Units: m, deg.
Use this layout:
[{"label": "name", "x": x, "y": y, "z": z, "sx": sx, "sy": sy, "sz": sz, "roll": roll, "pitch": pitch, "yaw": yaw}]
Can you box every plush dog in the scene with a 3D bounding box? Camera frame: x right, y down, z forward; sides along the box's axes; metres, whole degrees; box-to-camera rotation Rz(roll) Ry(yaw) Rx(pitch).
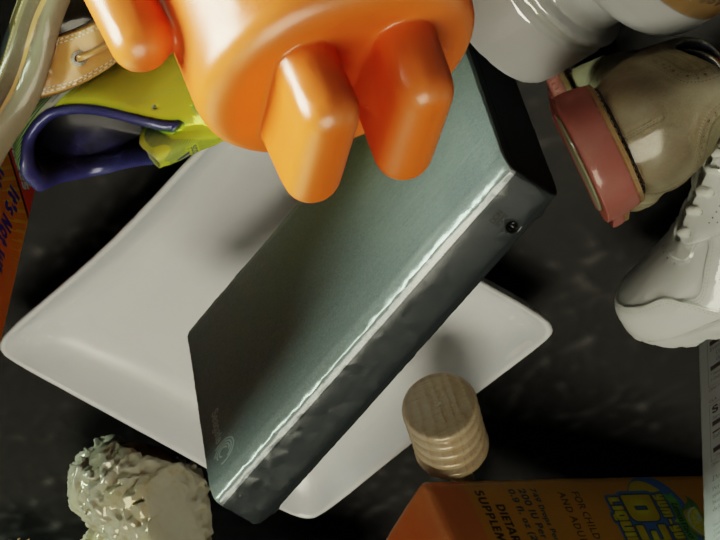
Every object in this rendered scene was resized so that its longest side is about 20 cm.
[{"label": "plush dog", "x": -0.108, "y": 0.198, "z": 1.499, "sx": 0.200, "sy": 0.161, "sz": 0.172, "roll": 31, "pitch": 156, "yaw": -21}]

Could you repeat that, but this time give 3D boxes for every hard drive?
[{"label": "hard drive", "x": 0.000, "y": 0.000, "z": 1.238, "sx": 0.033, "sy": 0.140, "sz": 0.200, "roll": 32, "pitch": 112, "yaw": -24}]

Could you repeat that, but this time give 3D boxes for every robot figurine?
[{"label": "robot figurine", "x": -0.027, "y": -0.127, "z": 1.095, "sx": 0.144, "sy": 0.200, "sz": 0.117, "roll": -31, "pitch": 155, "yaw": 17}]

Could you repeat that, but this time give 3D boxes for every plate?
[{"label": "plate", "x": -0.042, "y": 0.024, "z": 1.380, "sx": 0.199, "sy": 0.032, "sz": 0.200, "roll": 31, "pitch": 129, "yaw": -24}]

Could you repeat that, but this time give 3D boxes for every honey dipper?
[{"label": "honey dipper", "x": 0.052, "y": 0.113, "z": 1.433, "sx": 0.038, "sy": 0.038, "sz": 0.200, "roll": -2, "pitch": 151, "yaw": 8}]

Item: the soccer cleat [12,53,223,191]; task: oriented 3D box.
[{"label": "soccer cleat", "x": -0.061, "y": -0.077, "z": 1.244, "sx": 0.200, "sy": 0.084, "sz": 0.065, "roll": -12, "pitch": 132, "yaw": 17}]

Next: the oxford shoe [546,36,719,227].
[{"label": "oxford shoe", "x": 0.123, "y": -0.062, "z": 1.188, "sx": 0.075, "sy": 0.200, "sz": 0.071, "roll": -26, "pitch": 97, "yaw": 5}]

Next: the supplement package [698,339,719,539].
[{"label": "supplement package", "x": 0.230, "y": 0.078, "z": 1.288, "sx": 0.114, "sy": 0.200, "sz": 0.109, "roll": 37, "pitch": 126, "yaw": -27}]

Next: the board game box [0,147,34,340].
[{"label": "board game box", "x": -0.291, "y": -0.012, "z": 1.248, "sx": 0.200, "sy": 0.200, "sz": 0.200, "roll": -21, "pitch": 129, "yaw": 25}]

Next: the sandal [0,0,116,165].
[{"label": "sandal", "x": -0.122, "y": -0.100, "z": 1.201, "sx": 0.054, "sy": 0.080, "sz": 0.200, "roll": 24, "pitch": 106, "yaw": -12}]

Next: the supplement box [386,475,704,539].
[{"label": "supplement box", "x": 0.114, "y": 0.145, "z": 1.413, "sx": 0.199, "sy": 0.067, "sz": 0.069, "roll": 2, "pitch": 136, "yaw": -31}]

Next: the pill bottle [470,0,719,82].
[{"label": "pill bottle", "x": 0.127, "y": -0.159, "z": 1.124, "sx": 0.200, "sy": 0.115, "sz": 0.114, "roll": -30, "pitch": 125, "yaw": 30}]

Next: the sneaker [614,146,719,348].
[{"label": "sneaker", "x": 0.177, "y": -0.047, "z": 1.270, "sx": 0.099, "sy": 0.078, "sz": 0.200, "roll": 38, "pitch": 118, "yaw": -20}]
